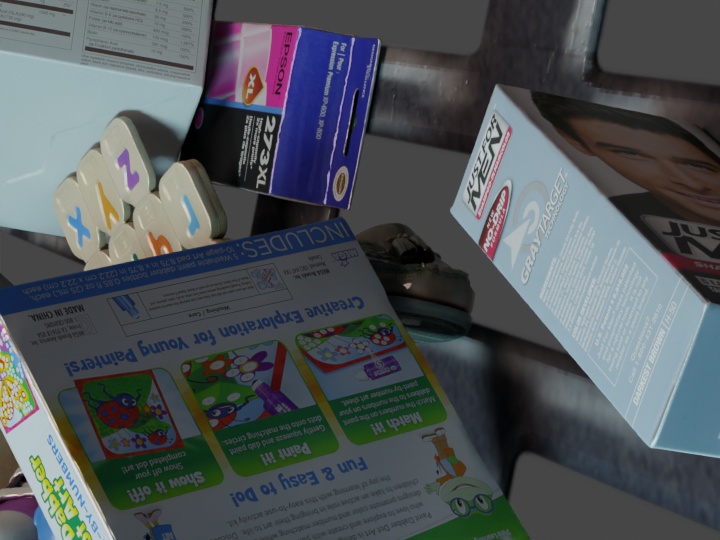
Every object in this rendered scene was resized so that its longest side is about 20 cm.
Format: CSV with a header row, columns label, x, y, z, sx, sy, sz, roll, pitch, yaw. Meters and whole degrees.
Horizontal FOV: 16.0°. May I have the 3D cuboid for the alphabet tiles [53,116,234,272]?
label,x,y,z,sx,sy,sz,roll,pitch,yaw
alphabet tiles,-0.118,0.018,1.494,0.200,0.015,0.197,-42,69,53

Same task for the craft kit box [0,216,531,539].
label,x,y,z,sx,sy,sz,roll,pitch,yaw
craft kit box,-0.044,0.081,1.100,0.198,0.199,0.049,58,138,24

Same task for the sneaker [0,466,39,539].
label,x,y,z,sx,sy,sz,roll,pitch,yaw
sneaker,-0.159,0.094,1.395,0.072,0.200,0.115,-4,103,33

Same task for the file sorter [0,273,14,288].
label,x,y,z,sx,sy,sz,roll,pitch,yaw
file sorter,-0.274,0.073,1.631,0.124,0.200,0.139,-33,41,11

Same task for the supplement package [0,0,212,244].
label,x,y,z,sx,sy,sz,roll,pitch,yaw
supplement package,-0.183,-0.117,1.544,0.200,0.154,0.112,118,159,-58

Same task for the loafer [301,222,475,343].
label,x,y,z,sx,sy,sz,roll,pitch,yaw
loafer,0.000,0.000,1.268,0.200,0.071,0.063,-7,69,67

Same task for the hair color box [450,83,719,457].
label,x,y,z,sx,sy,sz,roll,pitch,yaw
hair color box,0.119,0.000,0.970,0.200,0.098,0.061,53,128,58

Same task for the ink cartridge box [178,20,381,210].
label,x,y,z,sx,sy,sz,roll,pitch,yaw
ink cartridge box,-0.049,-0.090,1.447,0.200,0.037,0.096,14,94,63

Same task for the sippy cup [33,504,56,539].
label,x,y,z,sx,sy,sz,roll,pitch,yaw
sippy cup,-0.091,0.110,1.296,0.130,0.139,0.178,-48,7,15

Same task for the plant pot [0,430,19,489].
label,x,y,z,sx,sy,sz,roll,pitch,yaw
plant pot,-0.191,0.151,1.515,0.134,0.201,0.200,-40,31,0
